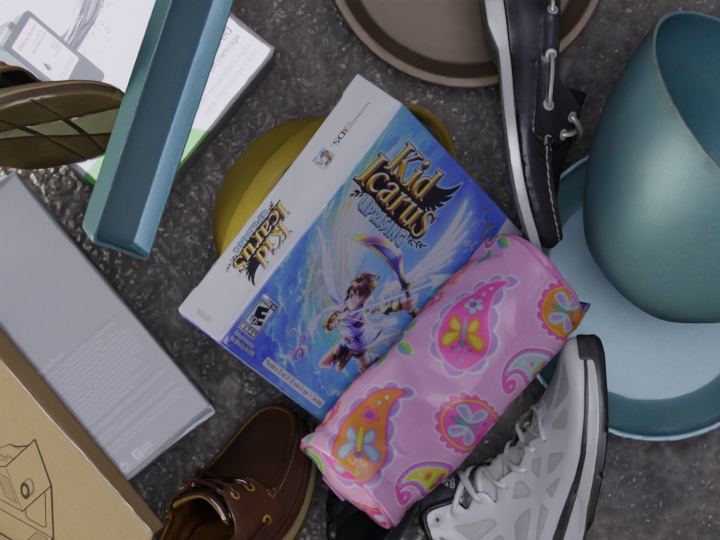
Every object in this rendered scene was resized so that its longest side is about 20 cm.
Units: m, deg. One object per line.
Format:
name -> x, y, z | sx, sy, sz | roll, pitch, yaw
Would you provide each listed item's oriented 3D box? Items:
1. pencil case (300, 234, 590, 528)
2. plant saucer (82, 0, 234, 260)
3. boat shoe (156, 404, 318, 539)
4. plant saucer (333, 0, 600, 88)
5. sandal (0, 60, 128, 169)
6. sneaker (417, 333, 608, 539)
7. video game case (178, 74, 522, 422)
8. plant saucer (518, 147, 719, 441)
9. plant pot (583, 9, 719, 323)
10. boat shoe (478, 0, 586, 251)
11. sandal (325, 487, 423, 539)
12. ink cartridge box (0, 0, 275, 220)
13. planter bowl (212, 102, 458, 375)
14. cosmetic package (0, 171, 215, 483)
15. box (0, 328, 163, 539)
pencil case -> 0.054, 0.067, 1.479 | 0.087, 0.087, 0.200 | 42, 78, -1
plant saucer -> -0.125, -0.109, 1.460 | 0.019, 0.070, 0.201 | 18, 88, 27
boat shoe -> -0.086, 0.159, 1.490 | 0.072, 0.068, 0.201 | 4, 47, 29
plant saucer -> 0.071, -0.222, 1.575 | 0.198, 0.029, 0.202 | 0, 87, -3
sandal -> -0.241, -0.100, 1.458 | 0.198, 0.080, 0.054 | -6, 63, 4
sneaker -> 0.097, 0.132, 1.520 | 0.114, 0.076, 0.202 | 8, 109, 1
video game case -> 0.000, 0.000, 1.471 | 0.045, 0.200, 0.182 | 34, 86, 35
plant saucer -> 0.196, 0.013, 1.569 | 0.198, 0.036, 0.202 | 0, 88, -4
plant pot -> 0.219, -0.044, 1.477 | 0.200, 0.200, 0.135 | 43, 122, -1
boat shoe -> 0.118, -0.113, 1.527 | 0.060, 0.074, 0.202 | -8, 80, 1
sandal -> 0.018, 0.128, 1.536 | 0.048, 0.075, 0.201 | 38, 77, -17
ink cartridge box -> -0.175, -0.149, 1.530 | 0.200, 0.084, 0.146 | 39, 87, -1
planter bowl -> -0.034, -0.035, 1.513 | 0.083, 0.200, 0.201 | 36, 85, 35
cosmetic package -> -0.187, 0.039, 1.513 | 0.090, 0.107, 0.200 | -37, 92, -4
box -> -0.234, 0.125, 1.496 | 0.200, 0.021, 0.163 | 50, 131, 0
